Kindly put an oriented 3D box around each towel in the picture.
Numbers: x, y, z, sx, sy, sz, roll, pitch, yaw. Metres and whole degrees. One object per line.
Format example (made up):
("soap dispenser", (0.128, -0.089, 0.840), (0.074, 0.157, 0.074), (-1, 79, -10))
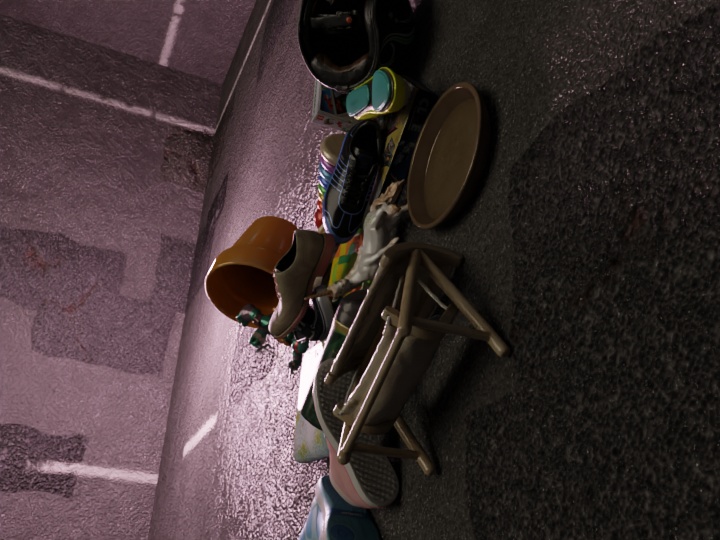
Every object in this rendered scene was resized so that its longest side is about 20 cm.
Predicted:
("towel", (-0.060, 0.209, 1.209), (0.171, 0.048, 0.201), (137, 142, -62))

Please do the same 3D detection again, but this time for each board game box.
("board game box", (-0.018, -0.337, 1.329), (0.035, 0.126, 0.201), (136, 143, -55))
("board game box", (0.053, -0.207, 1.186), (0.136, 0.034, 0.201), (-117, 44, -61))

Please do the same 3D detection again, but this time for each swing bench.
("swing bench", (0.048, 0.094, 0.866), (0.200, 0.129, 0.199), (-108, 36, -56))

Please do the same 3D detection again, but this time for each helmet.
("helmet", (0.000, -0.401, 1.230), (0.200, 0.200, 0.191), (-61, -6, 37))

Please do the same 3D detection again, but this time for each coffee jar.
("coffee jar", (-0.012, 0.126, 1.048), (0.104, 0.085, 0.201), (-31, -37, -67))

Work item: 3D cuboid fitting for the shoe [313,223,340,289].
("shoe", (-0.061, -0.019, 1.336), (0.070, 0.053, 0.200), (-34, -24, -47))

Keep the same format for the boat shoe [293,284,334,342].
("boat shoe", (-0.087, 0.080, 1.251), (0.200, 0.068, 0.072), (115, 140, -70))

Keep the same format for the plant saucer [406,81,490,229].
("plant saucer", (0.118, -0.150, 0.983), (0.200, 0.029, 0.201), (-167, 90, -70))

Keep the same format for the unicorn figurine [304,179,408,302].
("unicorn figurine", (0.020, -0.030, 1.081), (0.137, 0.074, 0.200), (-21, 36, 49))

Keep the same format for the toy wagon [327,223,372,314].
("toy wagon", (0.000, 0.000, 1.188), (0.200, 0.039, 0.156), (167, 115, -68))

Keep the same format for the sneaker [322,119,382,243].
("sneaker", (-0.011, -0.144, 1.167), (0.078, 0.070, 0.201), (160, 122, -72))

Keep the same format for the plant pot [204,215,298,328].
("plant pot", (-0.202, -0.010, 1.550), (0.200, 0.200, 0.184), (-54, 14, 46))

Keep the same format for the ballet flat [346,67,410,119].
("ballet flat", (0.038, -0.266, 1.115), (0.200, 0.067, 0.067), (-168, 76, -71))

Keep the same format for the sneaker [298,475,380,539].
("sneaker", (-0.035, 0.381, 0.986), (0.200, 0.079, 0.131), (-114, 43, -74))

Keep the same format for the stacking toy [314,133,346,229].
("stacking toy", (-0.045, -0.146, 1.341), (0.200, 0.085, 0.086), (105, 165, -45))

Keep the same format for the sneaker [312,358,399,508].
("sneaker", (-0.021, 0.223, 0.982), (0.201, 0.075, 0.105), (67, 154, 15))

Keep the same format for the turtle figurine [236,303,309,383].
("turtle figurine", (-0.152, 0.131, 1.413), (0.101, 0.150, 0.200), (-46, 39, -8))

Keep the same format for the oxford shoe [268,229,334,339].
("oxford shoe", (-0.114, 0.019, 1.175), (0.200, 0.075, 0.070), (-64, 28, 19))
